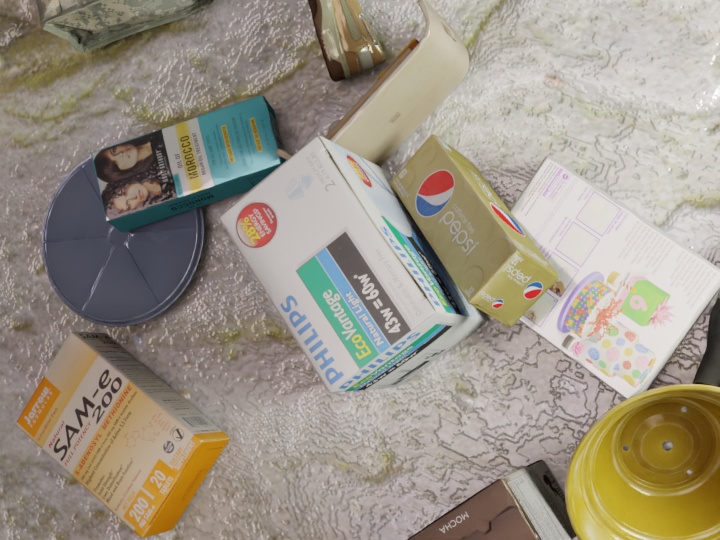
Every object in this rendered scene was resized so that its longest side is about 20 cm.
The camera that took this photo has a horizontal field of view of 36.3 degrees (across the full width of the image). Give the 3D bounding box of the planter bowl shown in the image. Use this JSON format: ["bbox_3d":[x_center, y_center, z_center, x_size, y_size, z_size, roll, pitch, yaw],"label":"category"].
[{"bbox_3d":[0.278,0.173,0.976,0.198,0.084,0.203,2,112,5],"label":"planter bowl"}]

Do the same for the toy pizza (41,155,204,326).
[{"bbox_3d":[-0.263,-0.038,1.224,0.198,0.032,0.203,-2,82,15],"label":"toy pizza"}]

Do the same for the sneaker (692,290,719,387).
[{"bbox_3d":[0.394,0.089,0.949,0.198,0.075,0.107,15,68,29],"label":"sneaker"}]

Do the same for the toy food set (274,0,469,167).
[{"bbox_3d":[0.015,-0.171,1.080,0.200,0.143,0.060,-46,73,11],"label":"toy food set"}]

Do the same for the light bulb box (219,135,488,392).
[{"bbox_3d":[0.000,0.000,1.042,0.124,0.200,0.199,-37,76,13],"label":"light bulb box"}]

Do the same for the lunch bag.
[{"bbox_3d":[-0.259,-0.355,1.208,0.198,0.118,0.166,-16,81,11],"label":"lunch bag"}]

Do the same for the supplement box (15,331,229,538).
[{"bbox_3d":[-0.258,0.173,1.186,0.199,0.073,0.127,35,97,19],"label":"supplement box"}]

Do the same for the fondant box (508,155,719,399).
[{"bbox_3d":[0.220,0.007,1.040,0.199,0.058,0.145,37,98,19],"label":"fondant box"}]

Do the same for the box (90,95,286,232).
[{"bbox_3d":[-0.181,-0.113,1.173,0.198,0.049,0.083,-18,76,6],"label":"box"}]

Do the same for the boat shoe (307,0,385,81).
[{"bbox_3d":[-0.022,-0.302,1.152,0.075,0.072,0.202,-16,88,3],"label":"boat shoe"}]

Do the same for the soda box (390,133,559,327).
[{"bbox_3d":[0.102,-0.040,1.028,0.068,0.064,0.201,-48,39,17],"label":"soda box"}]

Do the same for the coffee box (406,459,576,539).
[{"bbox_3d":[0.121,0.238,0.981,0.113,0.200,0.080,-36,75,14],"label":"coffee box"}]
